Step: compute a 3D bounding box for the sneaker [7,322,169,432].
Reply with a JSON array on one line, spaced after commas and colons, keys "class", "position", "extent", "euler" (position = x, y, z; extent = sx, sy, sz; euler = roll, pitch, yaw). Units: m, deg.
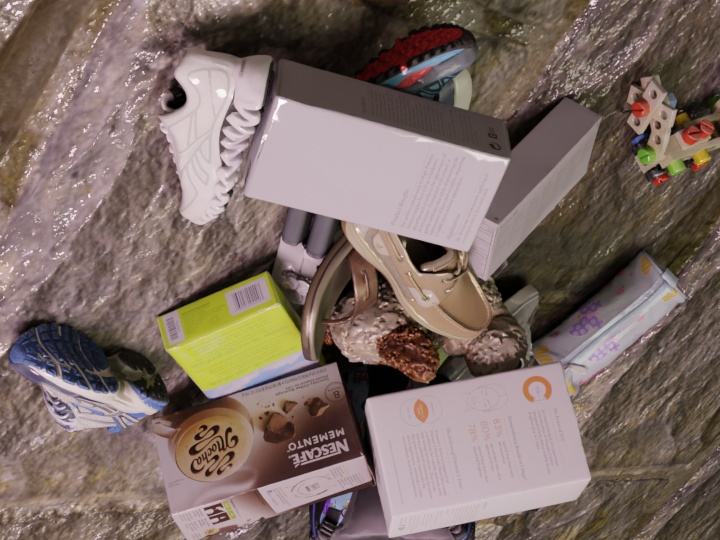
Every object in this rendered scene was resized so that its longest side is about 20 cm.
[{"class": "sneaker", "position": [-0.265, 0.115, 1.386], "extent": [0.085, 0.077, 0.200], "euler": [-39, 147, 13]}]

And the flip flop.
[{"class": "flip flop", "position": [0.000, 0.000, 1.429], "extent": [0.200, 0.058, 0.081], "euler": [-59, 168, -13]}]

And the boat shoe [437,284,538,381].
[{"class": "boat shoe", "position": [0.159, 0.085, 1.668], "extent": [0.072, 0.069, 0.200], "euler": [-44, 178, 38]}]

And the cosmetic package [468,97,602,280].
[{"class": "cosmetic package", "position": [0.165, -0.084, 1.476], "extent": [0.200, 0.051, 0.083], "euler": [-44, 158, -35]}]

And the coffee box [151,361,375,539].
[{"class": "coffee box", "position": [-0.097, 0.183, 1.493], "extent": [0.200, 0.113, 0.080], "euler": [-17, 148, 0]}]

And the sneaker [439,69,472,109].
[{"class": "sneaker", "position": [0.050, -0.119, 1.384], "extent": [0.084, 0.075, 0.200], "euler": [-19, 137, -16]}]

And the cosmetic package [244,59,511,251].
[{"class": "cosmetic package", "position": [0.013, -0.094, 1.220], "extent": [0.200, 0.074, 0.102], "euler": [16, 123, -11]}]

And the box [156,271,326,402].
[{"class": "box", "position": [-0.110, 0.085, 1.489], "extent": [0.122, 0.048, 0.200], "euler": [-23, 148, 4]}]

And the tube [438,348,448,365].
[{"class": "tube", "position": [0.086, 0.114, 1.726], "extent": [0.052, 0.058, 0.200], "euler": [11, 130, -7]}]

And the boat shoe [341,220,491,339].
[{"class": "boat shoe", "position": [0.067, -0.003, 1.403], "extent": [0.200, 0.065, 0.072], "euler": [46, 58, -28]}]

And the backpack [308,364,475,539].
[{"class": "backpack", "position": [0.036, 0.208, 1.598], "extent": [0.182, 0.200, 0.135], "euler": [-4, 159, 8]}]

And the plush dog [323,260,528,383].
[{"class": "plush dog", "position": [0.050, 0.044, 1.520], "extent": [0.172, 0.200, 0.161], "euler": [-24, 113, -34]}]

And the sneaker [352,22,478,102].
[{"class": "sneaker", "position": [0.030, -0.135, 1.283], "extent": [0.200, 0.079, 0.096], "euler": [-33, 114, 24]}]

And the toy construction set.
[{"class": "toy construction set", "position": [0.365, -0.157, 1.593], "extent": [0.200, 0.092, 0.131], "euler": [-4, 160, -28]}]

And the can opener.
[{"class": "can opener", "position": [-0.045, -0.043, 1.418], "extent": [0.066, 0.053, 0.200], "euler": [-54, 166, -42]}]

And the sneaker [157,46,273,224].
[{"class": "sneaker", "position": [-0.131, -0.114, 1.234], "extent": [0.081, 0.075, 0.200], "euler": [14, 141, -9]}]

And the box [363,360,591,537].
[{"class": "box", "position": [0.113, 0.179, 1.476], "extent": [0.200, 0.125, 0.097], "euler": [-10, 159, -5]}]

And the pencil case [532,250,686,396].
[{"class": "pencil case", "position": [0.304, 0.065, 1.822], "extent": [0.200, 0.083, 0.091], "euler": [-41, 169, 7]}]
